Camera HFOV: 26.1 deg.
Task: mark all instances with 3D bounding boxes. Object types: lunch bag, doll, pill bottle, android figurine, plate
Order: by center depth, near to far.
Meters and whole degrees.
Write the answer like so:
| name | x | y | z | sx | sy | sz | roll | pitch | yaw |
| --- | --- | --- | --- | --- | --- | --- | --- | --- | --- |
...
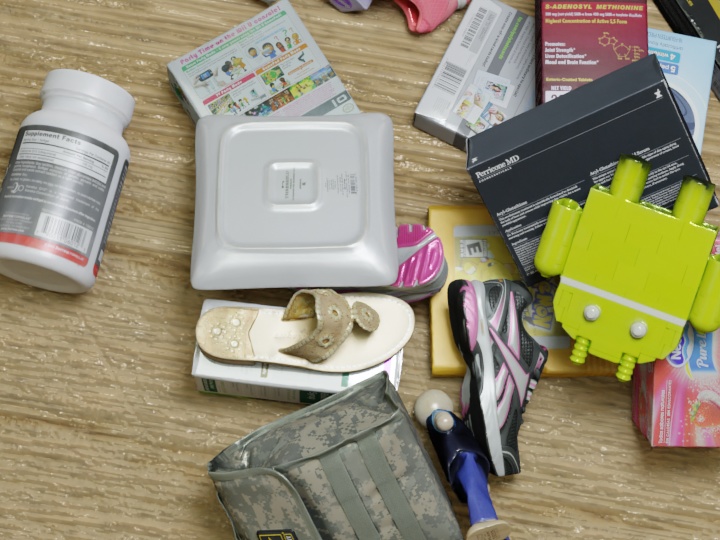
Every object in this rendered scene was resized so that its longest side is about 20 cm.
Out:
| name | x | y | z | sx | sy | sz | roll | pitch | yaw |
| --- | --- | --- | --- | --- | --- | --- | --- | --- | --- |
| android figurine | 0.249 | 0.001 | 1.419 | 0.181 | 0.041 | 0.201 | 22 | 104 | 13 |
| lunch bag | -0.027 | 0.215 | 1.442 | 0.199 | 0.118 | 0.165 | -25 | 110 | 2 |
| doll | 0.096 | 0.184 | 1.468 | 0.048 | 0.137 | 0.201 | -26 | 41 | 3 |
| plate | -0.064 | -0.076 | 1.499 | 0.198 | 0.032 | 0.201 | -1 | 59 | -1 |
| pill bottle | -0.295 | -0.088 | 1.542 | 0.115 | 0.116 | 0.202 | 13 | 74 | 2 |

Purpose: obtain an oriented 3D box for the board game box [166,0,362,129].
| name | x | y | z | sx | sy | sz | roll | pitch | yaw |
| --- | --- | --- | --- | --- | --- | --- | --- | --- | --- |
| board game box | -0.087 | -0.156 | 1.594 | 0.147 | 0.064 | 0.201 | -30 | 79 | -10 |

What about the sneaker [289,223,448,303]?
| name | x | y | z | sx | sy | sz | roll | pitch | yaw |
| --- | --- | --- | --- | --- | --- | --- | --- | --- | --- |
| sneaker | 0.000 | 0.000 | 1.544 | 0.199 | 0.088 | 0.082 | 7 | 71 | 26 |

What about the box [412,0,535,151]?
| name | x | y | z | sx | sy | sz | roll | pitch | yaw |
| --- | --- | --- | --- | --- | --- | --- | --- | --- | --- |
| box | 0.176 | -0.180 | 1.619 | 0.199 | 0.041 | 0.157 | 25 | 76 | 6 |

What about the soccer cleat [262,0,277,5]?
| name | x | y | z | sx | sy | sz | roll | pitch | yaw |
| --- | --- | --- | --- | --- | --- | --- | --- | --- | --- |
| soccer cleat | -0.063 | -0.369 | 1.659 | 0.086 | 0.070 | 0.200 | 42 | 76 | -12 |

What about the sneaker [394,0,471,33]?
| name | x | y | z | sx | sy | sz | roll | pitch | yaw |
| --- | --- | --- | --- | --- | --- | --- | --- | --- | --- |
| sneaker | 0.037 | -0.327 | 1.597 | 0.087 | 0.074 | 0.200 | -46 | 119 | -9 |

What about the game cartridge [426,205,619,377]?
| name | x | y | z | sx | sy | sz | roll | pitch | yaw |
| --- | --- | --- | --- | --- | --- | --- | --- | --- | --- |
| game cartridge | 0.167 | 0.019 | 1.569 | 0.198 | 0.032 | 0.178 | -1 | 75 | 0 |

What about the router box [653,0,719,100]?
| name | x | y | z | sx | sy | sz | roll | pitch | yaw |
| --- | --- | --- | --- | --- | --- | --- | --- | --- | --- |
| router box | 0.412 | -0.284 | 1.648 | 0.157 | 0.052 | 0.201 | -29 | 78 | -9 |

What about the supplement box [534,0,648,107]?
| name | x | y | z | sx | sy | sz | roll | pitch | yaw |
| --- | --- | --- | --- | --- | --- | --- | --- | --- | --- |
| supplement box | 0.229 | -0.236 | 1.538 | 0.108 | 0.061 | 0.202 | 1 | 75 | 1 |

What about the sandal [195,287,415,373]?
| name | x | y | z | sx | sy | sz | roll | pitch | yaw |
| --- | --- | --- | --- | --- | --- | --- | --- | --- | --- |
| sandal | -0.050 | 0.053 | 1.452 | 0.210 | 0.070 | 0.078 | -3 | 74 | -3 |

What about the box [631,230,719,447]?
| name | x | y | z | sx | sy | sz | roll | pitch | yaw |
| --- | --- | --- | --- | --- | --- | --- | --- | --- | --- |
| box | 0.319 | 0.061 | 1.493 | 0.094 | 0.103 | 0.202 | 1 | 99 | -1 |

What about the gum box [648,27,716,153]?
| name | x | y | z | sx | sy | sz | roll | pitch | yaw |
| --- | --- | --- | --- | --- | --- | --- | --- | --- | --- |
| gum box | 0.262 | -0.150 | 1.571 | 0.169 | 0.045 | 0.202 | 12 | 76 | 0 |

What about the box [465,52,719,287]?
| name | x | y | z | sx | sy | sz | roll | pitch | yaw |
| --- | --- | --- | --- | --- | --- | --- | --- | --- | --- |
| box | 0.217 | -0.094 | 1.469 | 0.199 | 0.079 | 0.142 | -23 | 116 | 15 |

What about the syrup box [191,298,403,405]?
| name | x | y | z | sx | sy | sz | roll | pitch | yaw |
| --- | --- | --- | --- | --- | --- | --- | --- | --- | --- |
| syrup box | -0.060 | 0.086 | 1.520 | 0.198 | 0.079 | 0.082 | 8 | 74 | 0 |

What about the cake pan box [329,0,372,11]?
| name | x | y | z | sx | sy | sz | roll | pitch | yaw |
| --- | --- | --- | --- | --- | --- | --- | --- | --- | --- |
| cake pan box | -0.022 | -0.398 | 1.614 | 0.200 | 0.052 | 0.185 | 41 | 72 | -36 |

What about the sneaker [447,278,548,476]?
| name | x | y | z | sx | sy | sz | roll | pitch | yaw |
| --- | --- | --- | --- | --- | --- | --- | --- | --- | --- |
| sneaker | 0.144 | 0.103 | 1.499 | 0.086 | 0.080 | 0.202 | -10 | 102 | -11 |
